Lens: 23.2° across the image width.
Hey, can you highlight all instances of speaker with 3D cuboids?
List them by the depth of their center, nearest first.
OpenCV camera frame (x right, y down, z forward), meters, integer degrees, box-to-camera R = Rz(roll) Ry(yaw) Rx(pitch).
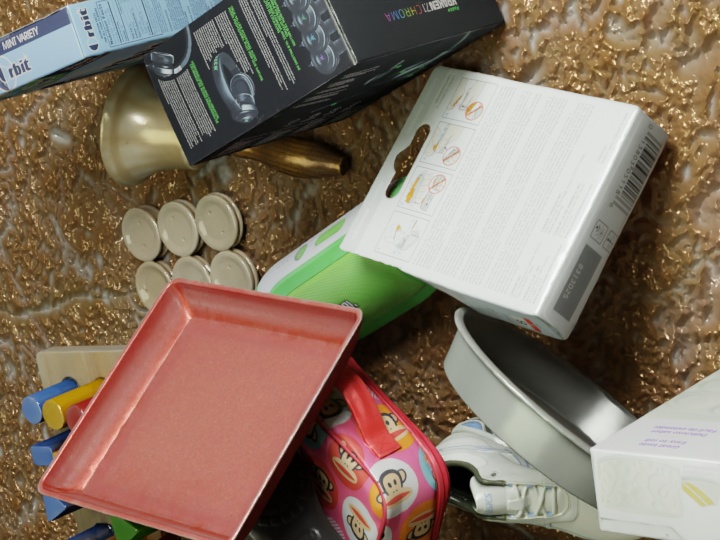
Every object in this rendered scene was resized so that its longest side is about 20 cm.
[{"bbox_3d":[0.000,0.000,1.358,0.200,0.088,0.089,-34,82,43],"label":"speaker"}]

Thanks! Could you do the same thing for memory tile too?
[{"bbox_3d":[-0.136,0.033,1.537,0.153,0.017,0.200,-9,100,43],"label":"memory tile"}]

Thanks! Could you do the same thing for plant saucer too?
[{"bbox_3d":[-0.110,0.104,1.267,0.199,0.200,0.037,9,148,39],"label":"plant saucer"}]

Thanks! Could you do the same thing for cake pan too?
[{"bbox_3d":[0.136,0.101,1.200,0.200,0.200,0.037,42,103,22],"label":"cake pan"}]

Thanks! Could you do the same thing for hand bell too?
[{"bbox_3d":[-0.101,-0.104,1.425,0.200,0.104,0.104,12,113,25],"label":"hand bell"}]

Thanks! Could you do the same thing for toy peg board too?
[{"bbox_3d":[-0.202,0.169,1.413,0.199,0.098,0.200,-3,103,41],"label":"toy peg board"}]

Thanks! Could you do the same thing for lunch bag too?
[{"bbox_3d":[-0.019,0.138,1.320,0.200,0.082,0.176,46,144,34],"label":"lunch bag"}]

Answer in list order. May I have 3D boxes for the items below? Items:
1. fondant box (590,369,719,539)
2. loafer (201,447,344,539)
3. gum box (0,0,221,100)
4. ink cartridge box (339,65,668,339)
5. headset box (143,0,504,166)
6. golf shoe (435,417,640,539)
[{"bbox_3d":[0.258,0.111,1.093,0.144,0.200,0.058,2,107,40],"label":"fondant box"},{"bbox_3d":[-0.061,0.196,1.275,0.200,0.073,0.071,56,147,26],"label":"loafer"},{"bbox_3d":[-0.202,-0.184,1.388,0.170,0.200,0.045,-13,96,43],"label":"gum box"},{"bbox_3d":[0.097,-0.052,1.228,0.200,0.050,0.162,18,78,48],"label":"ink cartridge box"},{"bbox_3d":[-0.022,-0.168,1.254,0.200,0.174,0.093,-26,87,44],"label":"headset box"},{"bbox_3d":[0.129,0.169,1.300,0.200,0.097,0.078,7,109,38],"label":"golf shoe"}]
